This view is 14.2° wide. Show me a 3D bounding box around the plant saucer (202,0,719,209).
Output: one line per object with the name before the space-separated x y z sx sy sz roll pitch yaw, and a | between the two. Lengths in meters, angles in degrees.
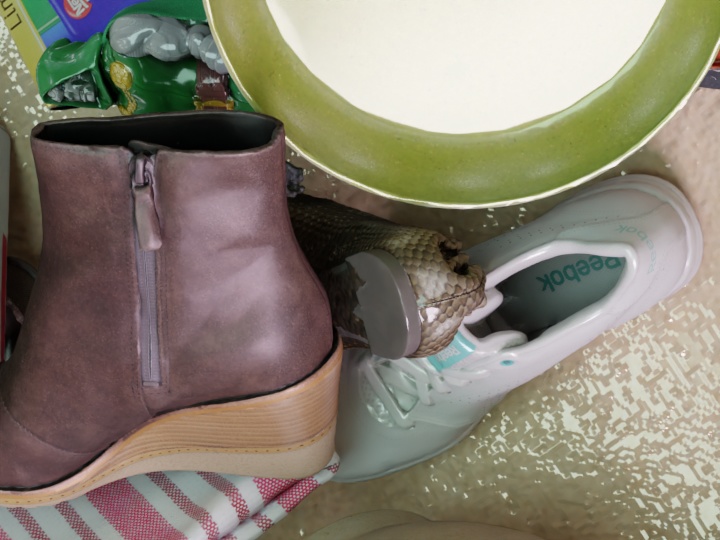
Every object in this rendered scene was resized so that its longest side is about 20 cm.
plant saucer | 0.040 -0.120 1.057 0.199 0.031 0.201 -1 114 -2

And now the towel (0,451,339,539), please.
towel | -0.123 0.093 1.180 0.200 0.030 0.146 -34 43 -17

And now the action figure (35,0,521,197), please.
action figure | -0.033 -0.072 1.147 0.199 0.118 0.055 5 53 11

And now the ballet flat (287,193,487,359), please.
ballet flat | 0.000 0.000 1.150 0.046 0.200 0.068 -18 100 -19

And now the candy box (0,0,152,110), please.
candy box | -0.079 -0.189 1.200 0.200 0.077 0.170 -33 80 24

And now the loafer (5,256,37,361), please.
loafer | -0.202 0.079 1.282 0.073 0.071 0.200 43 110 14

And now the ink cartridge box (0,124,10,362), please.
ink cartridge box | -0.254 0.013 1.257 0.200 0.084 0.145 -28 43 24

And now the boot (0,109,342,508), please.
boot | -0.108 0.009 1.120 0.199 0.072 0.167 -2 127 13

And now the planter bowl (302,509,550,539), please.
planter bowl | 0.025 0.180 1.141 0.135 0.200 0.201 41 112 44

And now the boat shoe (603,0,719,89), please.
boat shoe | 0.104 -0.110 1.119 0.199 0.062 0.072 15 107 31

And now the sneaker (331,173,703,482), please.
sneaker | 0.041 0.027 1.158 0.200 0.088 0.075 -34 90 24
